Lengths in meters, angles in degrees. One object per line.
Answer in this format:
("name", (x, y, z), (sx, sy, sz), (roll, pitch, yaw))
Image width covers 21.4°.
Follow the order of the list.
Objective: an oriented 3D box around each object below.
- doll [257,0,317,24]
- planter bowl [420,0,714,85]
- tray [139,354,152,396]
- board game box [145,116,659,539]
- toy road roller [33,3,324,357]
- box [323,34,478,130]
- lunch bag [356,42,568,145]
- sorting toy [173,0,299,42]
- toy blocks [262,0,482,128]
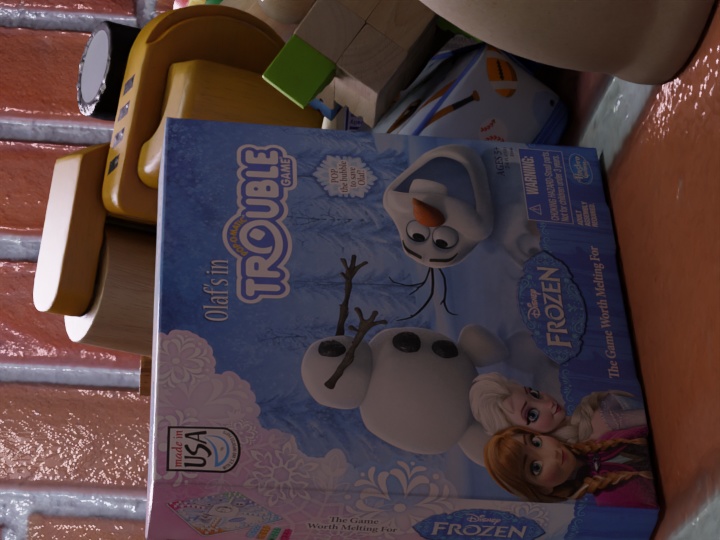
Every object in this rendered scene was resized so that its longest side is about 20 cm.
("doll", (0.015, -0.210, 1.020), (0.200, 0.048, 0.136), (-46, 0, -12))
("planter bowl", (0.061, -0.178, 0.755), (0.200, 0.134, 0.202), (-177, 90, -84))
("tray", (-0.035, 0.030, 1.180), (0.037, 0.199, 0.099), (100, 170, -56))
("board game box", (0.012, 0.024, 0.797), (0.044, 0.198, 0.201), (101, 169, -47))
("toy road roller", (-0.095, -0.049, 1.069), (0.146, 0.122, 0.201), (5, 84, 64))
("box", (0.028, -0.163, 1.181), (0.176, 0.096, 0.201), (-135, 49, -80))
("lunch bag", (0.033, -0.048, 0.988), (0.160, 0.075, 0.200), (-50, 10, -1))
("sorting toy", (-0.048, -0.193, 1.356), (0.200, 0.070, 0.199), (-45, -19, -19))
("toy blocks", (0.030, -0.148, 0.968), (0.200, 0.100, 0.137), (-54, -3, -7))
